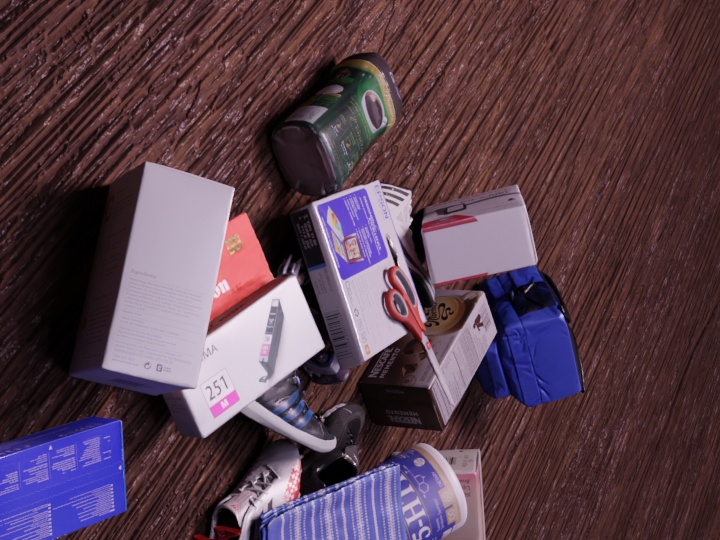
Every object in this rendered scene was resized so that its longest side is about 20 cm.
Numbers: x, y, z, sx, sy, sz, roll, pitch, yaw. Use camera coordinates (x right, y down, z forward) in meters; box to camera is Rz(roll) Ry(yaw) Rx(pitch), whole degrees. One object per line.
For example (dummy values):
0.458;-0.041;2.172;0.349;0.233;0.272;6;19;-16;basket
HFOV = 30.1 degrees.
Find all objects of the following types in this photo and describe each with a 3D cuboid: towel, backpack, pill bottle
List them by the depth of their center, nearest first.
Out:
-0.028;0.319;1.559;0.198;0.024;0.147;-17;110;-31;towel
0.023;0.312;1.678;0.199;0.119;0.121;-26;117;-23;pill bottle
0.238;0.088;2.033;0.201;0.166;0.164;-98;176;-62;backpack

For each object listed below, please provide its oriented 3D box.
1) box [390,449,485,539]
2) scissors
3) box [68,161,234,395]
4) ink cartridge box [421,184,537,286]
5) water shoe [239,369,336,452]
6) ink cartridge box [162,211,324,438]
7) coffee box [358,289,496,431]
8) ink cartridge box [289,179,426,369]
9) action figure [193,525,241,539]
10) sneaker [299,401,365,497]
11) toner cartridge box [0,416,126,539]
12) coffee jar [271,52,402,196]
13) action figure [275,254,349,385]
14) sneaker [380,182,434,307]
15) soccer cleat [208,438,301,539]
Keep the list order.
0.106;0.357;1.834;0.109;0.126;0.203;-55;141;-78;box
0.081;0.082;1.705;0.201;0.014;0.074;56;31;-30;scissors
-0.205;0.012;1.310;0.097;0.124;0.202;15;77;-24;box
0.160;-0.051;1.839;0.200;0.144;0.084;-75;151;-78;ink cartridge box
-0.087;0.148;1.549;0.199;0.071;0.080;33;80;-42;water shoe
-0.145;0.054;1.445;0.199;0.043;0.175;-35;110;-39;ink cartridge box
0.095;0.120;1.844;0.201;0.112;0.080;-56;136;-40;coffee box
0.000;0.000;1.656;0.200;0.043;0.200;-25;97;-62;ink cartridge box
-0.134;0.386;1.434;0.065;0.098;0.203;-10;106;-57;action figure
-0.030;0.234;1.666;0.200;0.090;0.067;-44;128;-49;sneaker
-0.304;0.205;1.262;0.199;0.043;0.096;-12;102;-57;toner cartridge box
-0.024;-0.185;1.657;0.200;0.085;0.105;-51;129;-43;coffee jar
-0.073;0.066;1.615;0.200;0.069;0.131;46;61;-45;action figure
0.062;-0.043;1.815;0.201;0.075;0.116;54;50;-42;sneaker
-0.127;0.272;1.536;0.201;0.068;0.085;-63;145;-28;soccer cleat
